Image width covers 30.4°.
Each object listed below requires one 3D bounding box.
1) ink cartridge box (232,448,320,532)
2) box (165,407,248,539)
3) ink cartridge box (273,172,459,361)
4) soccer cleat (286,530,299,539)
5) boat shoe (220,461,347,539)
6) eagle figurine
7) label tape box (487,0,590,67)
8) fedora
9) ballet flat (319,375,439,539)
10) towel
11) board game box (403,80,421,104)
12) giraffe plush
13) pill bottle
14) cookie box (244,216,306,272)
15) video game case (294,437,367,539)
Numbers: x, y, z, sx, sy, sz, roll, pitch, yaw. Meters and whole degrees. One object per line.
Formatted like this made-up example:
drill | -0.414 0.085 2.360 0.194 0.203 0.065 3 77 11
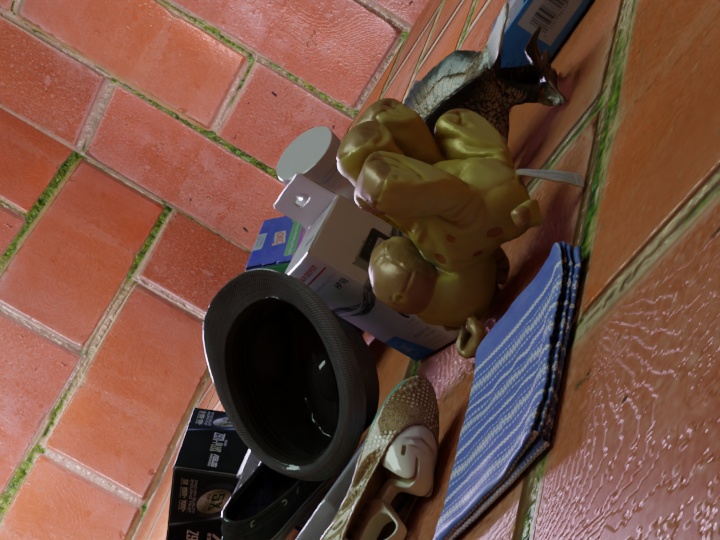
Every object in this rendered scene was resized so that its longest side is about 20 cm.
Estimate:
ink cartridge box | -0.061 0.181 1.369 0.039 0.099 0.201 -55 8 48
box | -0.171 0.286 1.523 0.164 0.085 0.203 -87 5 -74
ink cartridge box | 0.000 0.000 1.245 0.067 0.198 0.116 -62 7 -20
soccer cleat | -0.076 0.228 1.445 0.078 0.069 0.201 -54 17 24
boat shoe | -0.067 0.196 1.277 0.200 0.068 0.057 -51 -36 -40
eagle figurine | 0.106 -0.154 1.326 0.152 0.197 0.153 46 -153 -65
label tape box | 0.208 -0.310 1.525 0.144 0.066 0.201 -56 11 34
fedora | -0.051 0.092 1.241 0.090 0.201 0.177 -12 -25 -51
ballet flat | 0.023 0.178 1.023 0.065 0.070 0.202 11 72 53
towel | 0.102 0.083 0.932 0.145 0.024 0.201 -56 9 41
board game box | 0.083 -0.132 1.530 0.032 0.118 0.202 74 -146 -54
giraffe plush | 0.068 -0.027 1.103 0.173 0.197 0.164 -63 -12 -57
pill bottle | -0.001 -0.058 1.403 0.103 0.200 0.105 -27 36 22
cookie box | -0.068 0.054 1.556 0.172 0.074 0.203 -80 -23 -69
video game case | -0.031 0.216 1.167 0.183 0.022 0.200 -57 -5 29
